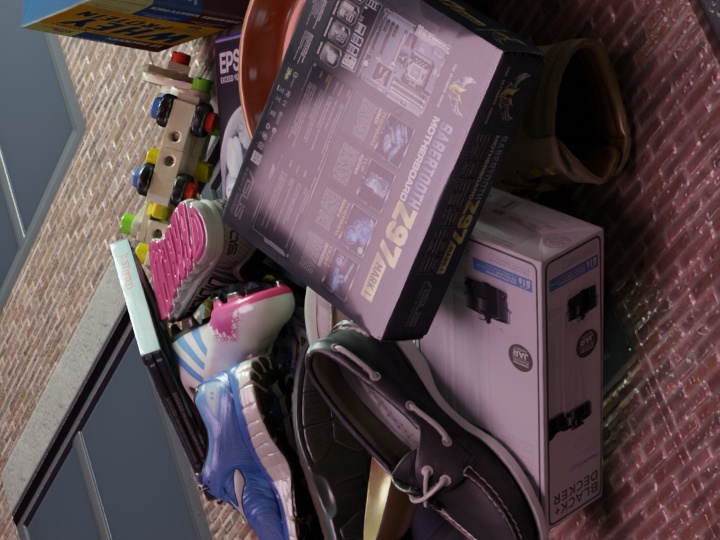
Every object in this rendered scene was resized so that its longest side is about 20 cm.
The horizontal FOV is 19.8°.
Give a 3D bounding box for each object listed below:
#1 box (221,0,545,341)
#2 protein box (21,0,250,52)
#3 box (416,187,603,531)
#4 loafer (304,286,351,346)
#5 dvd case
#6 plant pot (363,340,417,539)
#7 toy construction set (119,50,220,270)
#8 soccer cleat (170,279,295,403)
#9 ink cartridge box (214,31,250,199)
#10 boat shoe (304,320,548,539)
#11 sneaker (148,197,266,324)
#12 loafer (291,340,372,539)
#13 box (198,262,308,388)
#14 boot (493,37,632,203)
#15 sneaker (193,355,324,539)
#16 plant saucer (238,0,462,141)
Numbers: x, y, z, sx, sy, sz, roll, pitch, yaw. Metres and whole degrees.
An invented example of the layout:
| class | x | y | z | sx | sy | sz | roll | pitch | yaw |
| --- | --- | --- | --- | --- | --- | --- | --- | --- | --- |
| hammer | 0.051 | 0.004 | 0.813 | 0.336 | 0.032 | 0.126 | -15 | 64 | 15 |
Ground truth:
| class | x | y | z | sx | sy | sz | roll | pitch | yaw |
| --- | --- | --- | --- | --- | --- | --- | --- | --- | --- |
| box | 0.011 | -0.080 | 1.287 | 0.157 | 0.051 | 0.201 | 36 | 114 | 34 |
| protein box | -0.187 | -0.307 | 1.761 | 0.198 | 0.134 | 0.202 | -5 | 80 | 61 |
| box | 0.096 | 0.056 | 1.334 | 0.116 | 0.060 | 0.201 | 24 | 129 | 39 |
| loafer | 0.000 | 0.000 | 1.557 | 0.070 | 0.069 | 0.202 | 0 | 91 | 60 |
| dvd case | -0.167 | 0.088 | 1.806 | 0.201 | 0.022 | 0.146 | 73 | 176 | -45 |
| plant pot | 0.033 | 0.107 | 1.483 | 0.200 | 0.027 | 0.202 | -170 | 90 | -87 |
| toy construction set | -0.157 | -0.096 | 1.813 | 0.131 | 0.091 | 0.202 | 19 | -108 | -79 |
| soccer cleat | -0.095 | 0.065 | 1.672 | 0.200 | 0.069 | 0.087 | -29 | 77 | 63 |
| ink cartridge box | -0.060 | -0.152 | 1.678 | 0.198 | 0.043 | 0.202 | -1 | 91 | 61 |
| boat shoe | 0.039 | 0.117 | 1.336 | 0.200 | 0.060 | 0.076 | 47 | 137 | 18 |
| sneaker | -0.121 | -0.009 | 1.713 | 0.200 | 0.087 | 0.074 | 130 | 129 | -63 |
| loafer | -0.020 | 0.151 | 1.605 | 0.063 | 0.071 | 0.202 | 149 | 111 | -65 |
| box | -0.080 | 0.074 | 1.743 | 0.200 | 0.040 | 0.138 | 32 | 120 | 56 |
| boot | 0.110 | -0.055 | 1.358 | 0.155 | 0.072 | 0.202 | 11 | 101 | 59 |
| sneaker | -0.077 | 0.168 | 1.646 | 0.089 | 0.078 | 0.201 | -13 | 99 | 31 |
| plant saucer | 0.000 | -0.128 | 1.355 | 0.199 | 0.032 | 0.202 | 8 | 102 | 41 |
